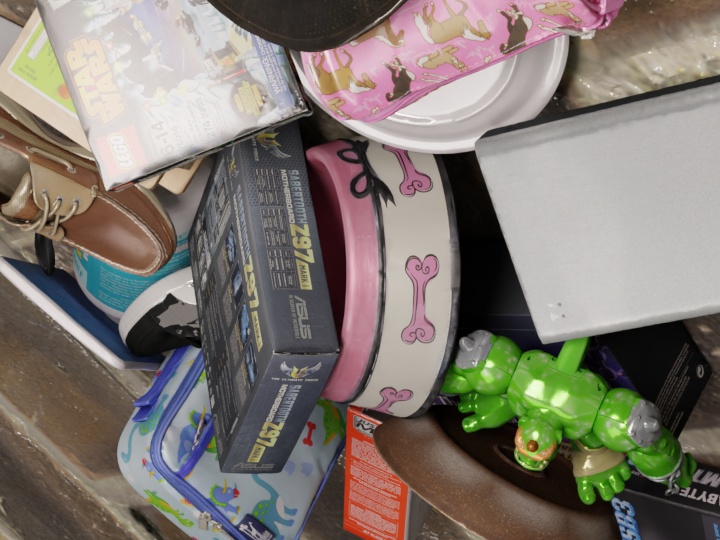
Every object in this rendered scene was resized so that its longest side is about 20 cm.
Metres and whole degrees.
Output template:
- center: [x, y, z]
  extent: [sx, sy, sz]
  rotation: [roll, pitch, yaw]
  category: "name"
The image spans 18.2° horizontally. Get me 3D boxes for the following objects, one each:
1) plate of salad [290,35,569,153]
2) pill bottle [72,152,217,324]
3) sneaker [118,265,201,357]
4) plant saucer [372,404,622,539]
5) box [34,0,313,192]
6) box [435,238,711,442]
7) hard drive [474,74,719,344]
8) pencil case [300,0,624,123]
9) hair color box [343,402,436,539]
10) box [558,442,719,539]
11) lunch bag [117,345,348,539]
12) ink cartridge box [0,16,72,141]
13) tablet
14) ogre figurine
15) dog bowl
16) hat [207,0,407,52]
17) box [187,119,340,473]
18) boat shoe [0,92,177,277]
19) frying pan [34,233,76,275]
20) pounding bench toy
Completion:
- center: [0.035, -0.162, 1.398]
  extent: [0.198, 0.048, 0.201]
  rotation: [10, 129, 13]
  category: "plate of salad"
- center: [-0.165, -0.032, 1.719]
  extent: [0.110, 0.111, 0.201]
  rotation: [27, 149, 8]
  category: "pill bottle"
- center: [-0.085, 0.045, 1.669]
  extent: [0.199, 0.113, 0.073]
  rotation: [-27, 157, 17]
  category: "sneaker"
- center: [0.104, 0.145, 1.565]
  extent: [0.199, 0.037, 0.201]
  rotation: [27, -168, -6]
  category: "plant saucer"
- center: [-0.128, -0.166, 1.389]
  extent: [0.040, 0.136, 0.202]
  rotation: [-14, -97, -85]
  category: "box"
- center: [0.127, 0.051, 1.603]
  extent: [0.199, 0.079, 0.142]
  rotation: [0, 134, 43]
  category: "box"
- center: [0.181, -0.038, 1.373]
  extent: [0.199, 0.033, 0.141]
  rotation: [-12, 106, 31]
  category: "hard drive"
- center: [0.057, -0.154, 1.311]
  extent: [0.199, 0.087, 0.083]
  rotation: [-20, 135, 33]
  category: "pencil case"
- center: [0.035, 0.133, 1.784]
  extent: [0.061, 0.102, 0.201]
  rotation: [24, 148, 13]
  category: "hair color box"
- center: [0.241, 0.216, 1.766]
  extent: [0.197, 0.050, 0.201]
  rotation: [14, 144, 28]
  category: "box"
- center: [-0.091, 0.116, 1.776]
  extent: [0.161, 0.201, 0.082]
  rotation: [45, 148, -21]
  category: "lunch bag"
- center: [-0.294, -0.117, 1.745]
  extent: [0.199, 0.084, 0.176]
  rotation: [26, 149, 9]
  category: "ink cartridge box"
- center: [-0.213, 0.037, 1.752]
  extent: [0.130, 0.014, 0.200]
  rotation: [40, -178, 7]
  category: "tablet"
- center: [0.128, 0.088, 1.497]
  extent: [0.200, 0.098, 0.120]
  rotation: [42, 169, 15]
  category: "ogre figurine"
- center: [0.000, 0.000, 1.521]
  extent: [0.073, 0.202, 0.200]
  rotation: [-1, 157, -19]
  category: "dog bowl"
- center: [-0.022, -0.224, 1.310]
  extent: [0.199, 0.081, 0.203]
  rotation: [6, 101, 33]
  category: "hat"
- center: [-0.069, 0.014, 1.536]
  extent: [0.051, 0.201, 0.158]
  rotation: [0, 146, -18]
  category: "box"
- center: [-0.218, -0.053, 1.526]
  extent: [0.199, 0.072, 0.076]
  rotation: [32, 124, -6]
  category: "boat shoe"
- center: [-0.223, -0.042, 1.648]
  extent: [0.115, 0.031, 0.191]
  rotation: [38, 158, 39]
  category: "frying pan"
- center: [-0.125, -0.168, 1.487]
  extent: [0.124, 0.201, 0.156]
  rotation: [32, -177, 3]
  category: "pounding bench toy"
